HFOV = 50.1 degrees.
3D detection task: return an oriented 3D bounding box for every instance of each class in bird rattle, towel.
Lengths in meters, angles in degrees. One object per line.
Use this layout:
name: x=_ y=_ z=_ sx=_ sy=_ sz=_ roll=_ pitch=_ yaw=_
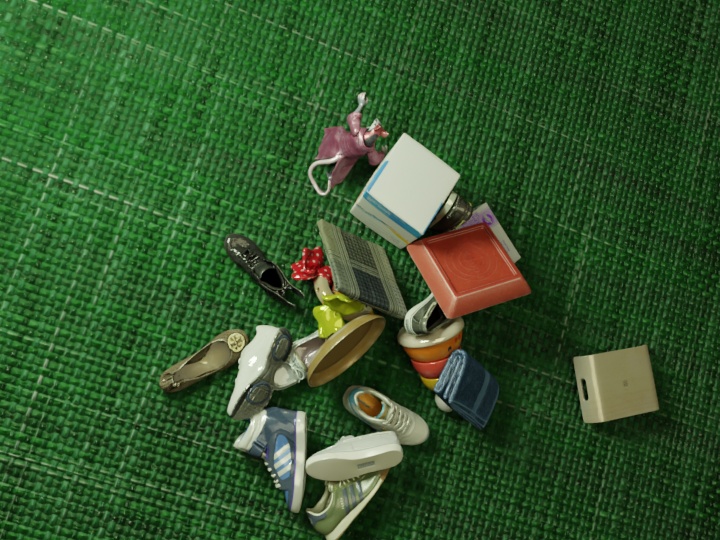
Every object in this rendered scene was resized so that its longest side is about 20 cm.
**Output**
bird rattle: x=-0.054 y=0.045 z=1.573 sx=0.161 sy=0.201 sz=0.114 roll=12 pitch=122 yaw=-40
towel: x=0.000 y=0.000 z=1.547 sx=0.190 sy=0.035 sz=0.203 roll=23 pitch=34 yaw=-35
towel: x=0.228 y=0.247 z=1.588 sx=0.200 sy=0.048 sz=0.113 roll=41 pitch=71 yaw=-47

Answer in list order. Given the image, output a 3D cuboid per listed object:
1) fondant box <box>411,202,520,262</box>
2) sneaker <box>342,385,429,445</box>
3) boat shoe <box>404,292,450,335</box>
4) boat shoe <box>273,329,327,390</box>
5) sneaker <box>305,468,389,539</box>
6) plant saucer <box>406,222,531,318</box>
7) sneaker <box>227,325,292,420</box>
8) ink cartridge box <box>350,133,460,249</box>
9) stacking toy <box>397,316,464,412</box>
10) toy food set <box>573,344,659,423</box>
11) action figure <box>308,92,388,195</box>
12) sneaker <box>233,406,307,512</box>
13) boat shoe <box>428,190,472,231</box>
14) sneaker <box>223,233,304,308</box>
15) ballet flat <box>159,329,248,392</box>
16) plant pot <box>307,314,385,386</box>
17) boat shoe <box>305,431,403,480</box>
fondant box: x=0.228 y=-0.030 z=1.671 sx=0.198 sy=0.058 sz=0.146 roll=-35 pitch=92 yaw=-15
sneaker: x=0.057 y=0.303 z=1.583 sx=0.197 sy=0.081 sz=0.078 roll=28 pitch=77 yaw=-10
boat shoe: x=0.172 y=0.070 z=1.557 sx=0.199 sy=0.063 sz=0.072 roll=-40 pitch=115 yaw=-36
boat shoe: x=-0.106 y=0.171 z=1.568 sx=0.199 sy=0.065 sz=0.075 roll=-31 pitch=91 yaw=-14
sneaker: x=-0.030 y=0.441 z=1.553 sx=0.090 sy=0.067 sz=0.201 roll=42 pitch=80 yaw=-10
plant saucer: x=0.221 y=-0.014 z=1.559 sx=0.196 sy=0.037 sz=0.202 roll=-16 pitch=53 yaw=-18
sneaker: x=-0.209 y=0.201 z=1.528 sx=0.075 sy=0.086 sz=0.203 roll=46 pitch=66 yaw=-45
ink cartridge box: x=0.085 y=-0.156 z=1.580 sx=0.143 sy=0.200 sz=0.149 roll=35 pitch=78 yaw=-4
stacking toy: x=0.166 y=0.201 z=1.614 sx=0.143 sy=0.146 sz=0.204 roll=-21 pitch=106 yaw=-14
toy food set: x=0.574 y=0.252 z=1.725 sx=0.195 sy=0.060 sz=0.147 roll=-7 pitch=84 yaw=-22
action figure: x=-0.022 y=-0.259 z=1.565 sx=0.149 sy=0.198 sz=0.135 roll=-44 pitch=106 yaw=-31
sneaker: x=-0.180 y=0.374 z=1.530 sx=0.142 sy=0.081 sz=0.206 roll=2 pitch=91 yaw=1
boat shoe: x=0.183 y=-0.112 z=1.595 sx=0.060 sy=0.201 sz=0.073 roll=29 pitch=85 yaw=-2
sneaker: x=-0.196 y=-0.003 z=1.547 sx=0.060 sy=0.104 sz=0.200 roll=-44 pitch=94 yaw=-13
ballet flat: x=-0.309 y=0.181 z=1.530 sx=0.197 sy=0.046 sz=0.068 roll=-28 pitch=91 yaw=-14
plant pot: x=-0.033 y=0.153 z=1.528 sx=0.199 sy=0.201 sz=0.028 roll=-37 pitch=71 yaw=-14
boat shoe: x=-0.015 y=0.362 z=1.538 sx=0.195 sy=0.069 sz=0.073 roll=-15 pitch=127 yaw=-1
